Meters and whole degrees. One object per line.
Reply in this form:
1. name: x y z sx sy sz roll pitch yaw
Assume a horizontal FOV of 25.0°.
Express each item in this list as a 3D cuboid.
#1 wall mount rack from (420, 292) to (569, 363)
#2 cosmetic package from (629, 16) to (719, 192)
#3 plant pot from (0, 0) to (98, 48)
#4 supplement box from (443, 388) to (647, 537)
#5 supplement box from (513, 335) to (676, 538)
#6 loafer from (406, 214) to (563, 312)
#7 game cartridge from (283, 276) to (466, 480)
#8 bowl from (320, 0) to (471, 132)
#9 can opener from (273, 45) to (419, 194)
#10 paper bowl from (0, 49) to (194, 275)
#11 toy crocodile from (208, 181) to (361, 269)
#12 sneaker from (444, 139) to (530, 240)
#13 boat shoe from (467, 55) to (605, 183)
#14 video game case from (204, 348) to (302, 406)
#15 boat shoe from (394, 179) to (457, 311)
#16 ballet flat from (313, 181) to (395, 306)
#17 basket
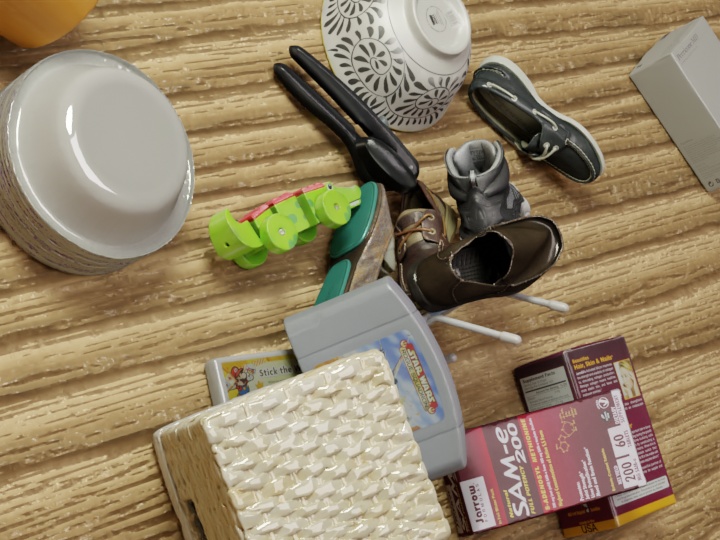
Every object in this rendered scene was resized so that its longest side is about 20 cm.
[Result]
1. wall mount rack: 0.106 0.060 1.659 0.075 0.173 0.200 60 34 1
2. cosmetic package: 0.458 -0.220 2.157 0.200 0.081 0.113 53 49 -14
3. plant pot: -0.321 -0.302 1.437 0.183 0.199 0.201 46 47 -39
4. supplement box: 0.188 0.202 1.710 0.199 0.061 0.109 -14 82 -13
5. supplement box: 0.262 0.185 1.824 0.110 0.085 0.201 -11 82 -43
6. loafer: 0.140 -0.009 1.630 0.199 0.071 0.073 -24 87 -37
7. game cartridge: 0.021 0.115 1.576 0.201 0.133 0.042 67 17 -1
8. bowl: 0.061 -0.264 1.814 0.200 0.094 0.202 16 65 -37
9. can opener: -0.010 -0.162 1.732 0.200 0.079 0.063 48 64 -6
10. paper bowl: -0.238 -0.104 1.481 0.200 0.104 0.202 18 62 -37
11. toy crocodile: -0.074 -0.052 1.630 0.200 0.067 0.062 -26 91 -44
12. sneaker: 0.139 -0.094 1.772 0.200 0.075 0.114 -72 150 -68
13. boat shoe: 0.204 -0.164 1.922 0.200 0.076 0.060 39 50 -9
14. video game case: -0.052 0.167 1.597 0.199 0.023 0.183 -5 77 -42
15. boat shoe: 0.060 -0.031 1.703 0.072 0.072 0.200 55 24 -24
16. ballet flat: 0.000 0.000 1.676 0.067 0.068 0.201 41 51 -27
17. basket: -0.050 0.195 1.455 0.199 0.161 0.199 -19 86 -25
